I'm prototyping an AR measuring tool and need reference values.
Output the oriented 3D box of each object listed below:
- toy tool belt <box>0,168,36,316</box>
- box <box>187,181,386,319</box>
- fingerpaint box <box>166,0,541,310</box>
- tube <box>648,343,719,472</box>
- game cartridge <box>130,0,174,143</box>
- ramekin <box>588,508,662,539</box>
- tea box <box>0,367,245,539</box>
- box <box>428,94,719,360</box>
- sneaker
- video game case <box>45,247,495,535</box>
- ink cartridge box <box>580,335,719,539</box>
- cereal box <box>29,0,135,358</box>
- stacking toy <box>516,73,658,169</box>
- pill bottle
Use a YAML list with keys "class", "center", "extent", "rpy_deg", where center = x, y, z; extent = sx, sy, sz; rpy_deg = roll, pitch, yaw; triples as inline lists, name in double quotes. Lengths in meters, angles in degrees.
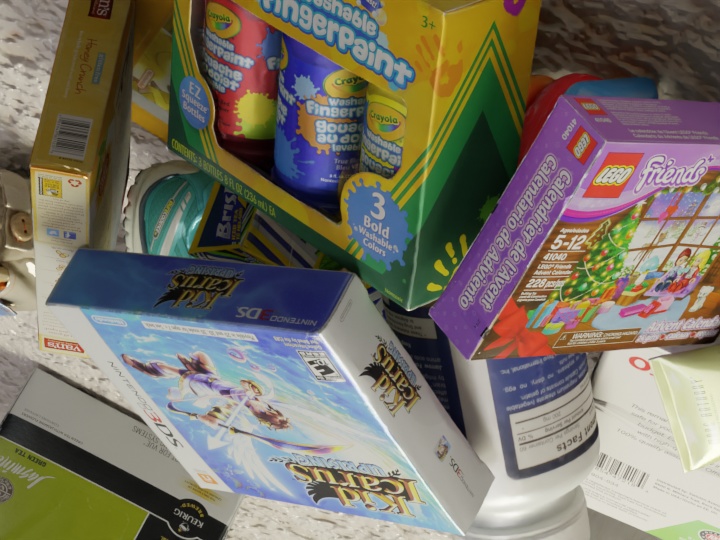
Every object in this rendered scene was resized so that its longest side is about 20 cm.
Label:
- class: "toy tool belt"
  center: [-0.288, -0.005, 1.495]
  extent: [0.199, 0.123, 0.125]
  rpy_deg: [-10, 100, 43]
- class: "box"
  center: [0.000, 0.000, 1.297]
  extent: [0.200, 0.070, 0.064]
  rpy_deg: [29, 162, -31]
- class: "fingerpaint box"
  center: [-0.011, -0.102, 1.100]
  extent: [0.200, 0.073, 0.168]
  rpy_deg: [34, 132, 36]
- class: "tube"
  center: [0.261, 0.054, 1.163]
  extent: [0.199, 0.058, 0.052]
  rpy_deg: [-16, 165, 9]
- class: "game cartridge"
  center: [-0.059, -0.104, 1.287]
  extent: [0.200, 0.033, 0.176]
  rpy_deg: [35, 147, -8]
- class: "ramekin"
  center: [0.182, 0.243, 1.523]
  extent: [0.199, 0.105, 0.201]
  rpy_deg: [19, 146, 13]
- class: "tea box"
  center: [-0.223, 0.223, 1.708]
  extent: [0.199, 0.197, 0.134]
  rpy_deg: [28, 148, 1]
- class: "box"
  center: [0.142, -0.020, 1.080]
  extent: [0.039, 0.199, 0.137]
  rpy_deg: [50, 124, 33]
- class: "sneaker"
  center: [-0.099, 0.029, 1.368]
  extent: [0.079, 0.077, 0.201]
  rpy_deg: [8, 118, 37]
- class: "video game case"
  center: [-0.050, 0.067, 1.188]
  extent: [0.199, 0.046, 0.181]
  rpy_deg: [5, 145, 38]
- class: "ink cartridge box"
  center: [0.209, 0.084, 1.299]
  extent: [0.145, 0.084, 0.200]
  rpy_deg: [23, 147, 6]
- class: "cereal box"
  center: [-0.162, -0.059, 1.262]
  extent: [0.039, 0.144, 0.200]
  rpy_deg: [9, 147, -2]
- class: "stacking toy"
  center: [0.051, -0.072, 1.166]
  extent: [0.199, 0.116, 0.110]
  rpy_deg: [20, 106, 27]
- class: "pill bottle"
  center: [0.079, 0.070, 1.247]
  extent: [0.111, 0.111, 0.201]
  rpy_deg: [2, 112, 35]
